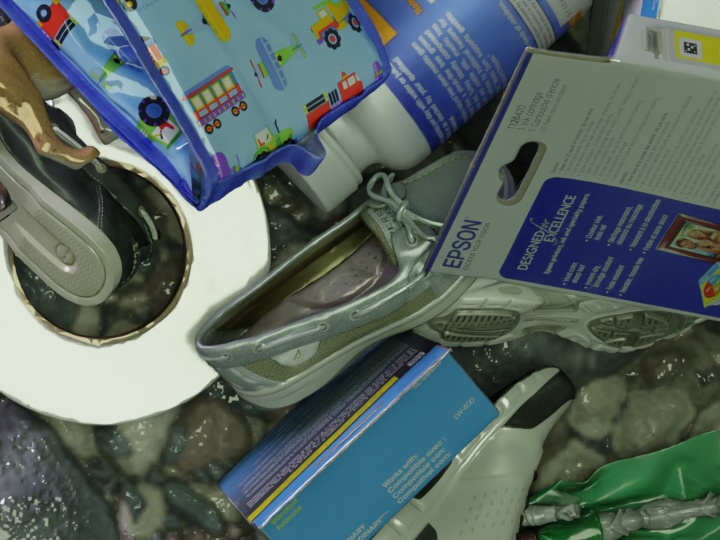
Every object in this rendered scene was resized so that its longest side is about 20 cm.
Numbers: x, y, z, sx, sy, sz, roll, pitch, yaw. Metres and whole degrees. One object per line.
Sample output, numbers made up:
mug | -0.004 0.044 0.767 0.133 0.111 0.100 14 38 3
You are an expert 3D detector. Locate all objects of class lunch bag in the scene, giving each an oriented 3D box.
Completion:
lunch bag | -0.081 -0.136 1.559 0.150 0.094 0.200 -36 85 -39

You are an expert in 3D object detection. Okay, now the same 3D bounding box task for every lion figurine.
lion figurine | -0.177 -0.113 1.582 0.072 0.200 0.123 -30 98 30

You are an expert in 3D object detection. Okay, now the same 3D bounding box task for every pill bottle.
pill bottle | 0.027 -0.130 1.673 0.200 0.112 0.112 -42 95 -5

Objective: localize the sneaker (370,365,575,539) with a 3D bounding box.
sneaker | 0.066 0.137 1.682 0.080 0.074 0.200 42 64 0

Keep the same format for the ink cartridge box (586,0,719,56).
ink cartridge box | 0.222 -0.155 1.652 0.147 0.200 0.145 10 88 -7

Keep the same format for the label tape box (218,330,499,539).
label tape box | 0.002 0.105 1.629 0.144 0.200 0.063 -43 99 -4

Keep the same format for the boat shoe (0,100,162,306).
boat shoe | -0.196 -0.070 1.646 0.200 0.072 0.068 46 48 2

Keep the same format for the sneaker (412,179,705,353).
sneaker | 0.122 -0.009 1.707 0.199 0.078 0.100 4 63 -19

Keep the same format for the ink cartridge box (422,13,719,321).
ink cartridge box | 0.155 -0.055 1.559 0.199 0.198 0.047 11 52 -10

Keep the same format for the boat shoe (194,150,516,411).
boat shoe | -0.001 -0.001 1.641 0.202 0.065 0.075 -35 50 8

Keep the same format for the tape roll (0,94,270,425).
tape roll | -0.151 -0.010 1.692 0.202 0.037 0.203 0 91 -7

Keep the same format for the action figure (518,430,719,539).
action figure | 0.123 0.168 1.722 0.199 0.055 0.118 -9 95 -2
